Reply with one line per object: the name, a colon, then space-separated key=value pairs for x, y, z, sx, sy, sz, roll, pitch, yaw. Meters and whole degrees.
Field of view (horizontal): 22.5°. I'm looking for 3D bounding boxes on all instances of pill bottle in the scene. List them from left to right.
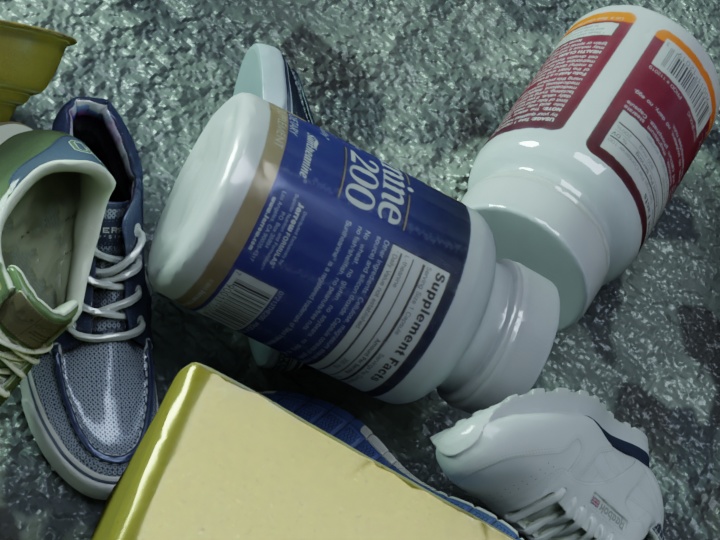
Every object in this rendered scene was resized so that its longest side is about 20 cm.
pill bottle: x=0.000 y=0.000 z=0.933 sx=0.199 sy=0.111 sz=0.112 roll=26 pitch=51 yaw=-18
pill bottle: x=0.134 y=-0.062 z=1.101 sx=0.114 sy=0.114 sz=0.200 roll=36 pitch=52 yaw=1

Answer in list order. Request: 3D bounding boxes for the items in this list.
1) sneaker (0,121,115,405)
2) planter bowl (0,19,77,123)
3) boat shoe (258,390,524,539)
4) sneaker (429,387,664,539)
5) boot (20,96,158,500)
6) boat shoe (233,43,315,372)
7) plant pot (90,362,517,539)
sneaker: x=-0.180 y=0.022 z=0.871 sx=0.067 sy=0.089 sz=0.202 roll=33 pitch=74 yaw=-42
planter bowl: x=-0.250 y=-0.090 z=0.937 sx=0.198 sy=0.200 sz=0.085 roll=6 pitch=93 yaw=-21
boat shoe: x=-0.002 y=0.135 z=0.932 sx=0.199 sy=0.073 sz=0.072 roll=32 pitch=48 yaw=32
sneaker: x=0.109 y=0.118 z=0.957 sx=0.199 sy=0.076 sz=0.081 roll=21 pitch=53 yaw=-51
boot: x=-0.140 y=0.012 z=0.943 sx=0.072 sy=0.091 sz=0.202 roll=-4 pitch=61 yaw=-26
boat shoe: x=-0.023 y=-0.034 z=1.045 sx=0.090 sy=0.071 sz=0.202 roll=4 pitch=65 yaw=-23
plant pot: x=-0.056 y=0.201 z=0.805 sx=0.193 sy=0.196 sz=0.201 roll=29 pitch=59 yaw=-4
